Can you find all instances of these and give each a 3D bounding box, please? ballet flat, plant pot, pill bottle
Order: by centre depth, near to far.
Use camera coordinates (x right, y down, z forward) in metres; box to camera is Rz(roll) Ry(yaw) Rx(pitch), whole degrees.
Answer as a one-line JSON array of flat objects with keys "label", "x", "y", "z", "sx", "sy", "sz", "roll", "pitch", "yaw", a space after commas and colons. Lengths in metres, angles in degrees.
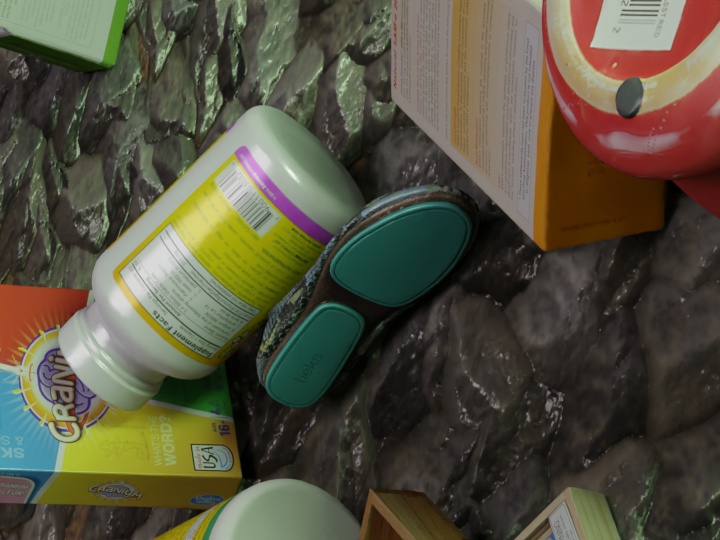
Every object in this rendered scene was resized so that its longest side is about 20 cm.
[{"label": "plant pot", "x": 0.190, "y": -0.105, "z": 0.799, "sx": 0.200, "sy": 0.182, "sz": 0.201, "roll": -27, "pitch": 56, "yaw": 49}, {"label": "ballet flat", "x": 0.000, "y": 0.000, "z": 1.169, "sx": 0.200, "sy": 0.074, "sz": 0.074, "roll": -45, "pitch": 42, "yaw": 34}, {"label": "pill bottle", "x": -0.087, "y": 0.203, "z": 1.169, "sx": 0.200, "sy": 0.113, "sz": 0.113, "roll": -33, "pitch": 50, "yaw": 48}, {"label": "pill bottle", "x": -0.097, "y": -0.003, "z": 1.237, "sx": 0.200, "sy": 0.104, "sz": 0.104, "roll": -43, "pitch": 40, "yaw": 15}]

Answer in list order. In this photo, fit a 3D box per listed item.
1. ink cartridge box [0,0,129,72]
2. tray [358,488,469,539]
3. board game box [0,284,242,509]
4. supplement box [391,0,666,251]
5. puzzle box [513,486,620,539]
[{"label": "ink cartridge box", "x": -0.288, "y": -0.262, "z": 1.611, "sx": 0.076, "sy": 0.200, "sz": 0.148, "roll": 1, "pitch": 77, "yaw": 58}, {"label": "tray", "x": 0.017, "y": 0.226, "z": 1.028, "sx": 0.099, "sy": 0.037, "sz": 0.200, "roll": -139, "pitch": 59, "yaw": -63}, {"label": "board game box", "x": -0.187, "y": 0.082, "z": 1.295, "sx": 0.040, "sy": 0.200, "sz": 0.153, "roll": 116, "pitch": 150, "yaw": -45}, {"label": "supplement box", "x": 0.086, "y": -0.113, "z": 1.029, "sx": 0.200, "sy": 0.073, "sz": 0.126, "roll": -129, "pitch": 33, "yaw": -53}, {"label": "puzzle box", "x": 0.097, "y": 0.222, "z": 0.949, "sx": 0.133, "sy": 0.025, "sz": 0.200, "roll": -51, "pitch": 38, "yaw": 34}]
